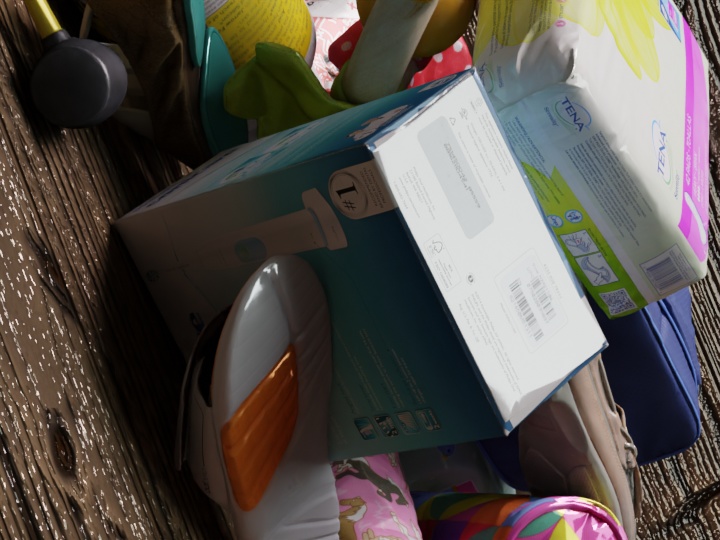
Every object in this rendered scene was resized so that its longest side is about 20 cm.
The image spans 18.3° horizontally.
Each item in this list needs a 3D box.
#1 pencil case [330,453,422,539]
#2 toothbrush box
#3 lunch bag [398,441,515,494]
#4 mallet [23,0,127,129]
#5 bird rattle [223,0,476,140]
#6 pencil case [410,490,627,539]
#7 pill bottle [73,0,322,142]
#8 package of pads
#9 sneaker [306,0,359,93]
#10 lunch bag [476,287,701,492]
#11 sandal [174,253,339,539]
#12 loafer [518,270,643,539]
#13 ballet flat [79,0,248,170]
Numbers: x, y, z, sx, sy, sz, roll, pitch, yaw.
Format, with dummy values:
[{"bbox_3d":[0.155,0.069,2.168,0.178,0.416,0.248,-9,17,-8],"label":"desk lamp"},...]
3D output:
[{"bbox_3d":[-0.012,0.105,1.195,0.086,0.083,0.201,27,31,-33],"label":"pencil case"},{"bbox_3d":[-0.004,0.006,1.057,0.085,0.199,0.147,-36,104,-39],"label":"toothbrush box"},{"bbox_3d":[0.035,0.106,1.384,0.201,0.121,0.170,60,8,-15],"label":"lunch bag"},{"bbox_3d":[-0.166,-0.154,1.023,0.201,0.041,0.066,62,5,-14],"label":"mallet"},{"bbox_3d":[0.028,-0.124,1.179,0.112,0.164,0.200,35,39,8],"label":"bird rattle"},{"bbox_3d":[0.066,0.161,1.208,0.089,0.088,0.200,67,-23,-6],"label":"pencil case"},{"bbox_3d":[-0.089,-0.143,1.246,0.200,0.111,0.112,57,12,-53],"label":"pill bottle"},{"bbox_3d":[0.122,-0.099,1.159,0.155,0.068,0.201,52,29,-32],"label":"package of pads"},{"bbox_3d":[-0.028,-0.134,1.473,0.067,0.200,0.109,-42,-115,51],"label":"sneaker"},{"bbox_3d":[0.109,0.024,1.268,0.200,0.135,0.133,55,22,-37],"label":"lunch bag"},{"bbox_3d":[-0.055,0.079,1.032,0.079,0.059,0.208,-42,143,-39],"label":"sandal"},{"bbox_3d":[0.117,0.076,1.183,0.072,0.063,0.201,22,-37,49],"label":"loafer"},{"bbox_3d":[-0.105,-0.106,1.137,0.200,0.072,0.068,75,18,-66],"label":"ballet flat"}]
